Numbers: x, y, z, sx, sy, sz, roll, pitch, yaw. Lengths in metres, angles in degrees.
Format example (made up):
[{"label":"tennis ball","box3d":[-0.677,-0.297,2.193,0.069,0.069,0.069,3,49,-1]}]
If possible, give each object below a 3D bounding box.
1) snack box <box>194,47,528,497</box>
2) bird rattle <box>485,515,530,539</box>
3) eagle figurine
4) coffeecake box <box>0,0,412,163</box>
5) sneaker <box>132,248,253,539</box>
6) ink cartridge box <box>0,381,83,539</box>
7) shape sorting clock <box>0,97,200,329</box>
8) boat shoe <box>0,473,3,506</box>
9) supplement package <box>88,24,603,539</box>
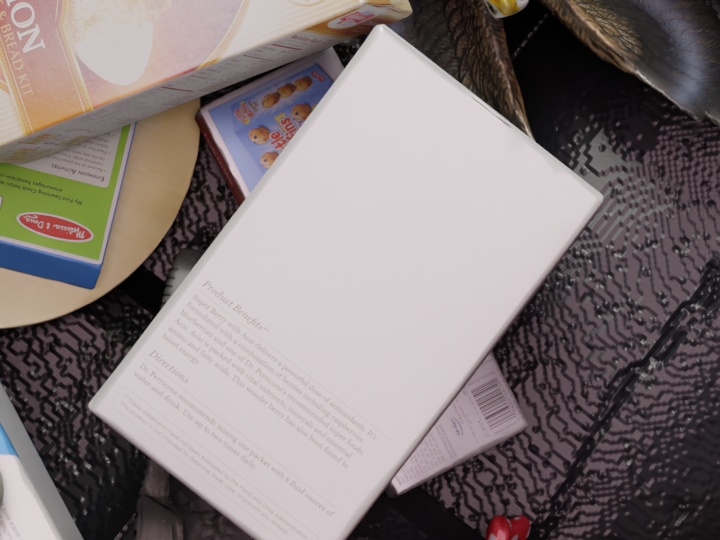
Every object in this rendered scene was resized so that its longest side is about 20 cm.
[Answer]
[{"label":"snack box","box3d":[0.000,0.000,1.367,0.072,0.024,0.201,-27,87,-12]},{"label":"bird rattle","box3d":[0.070,0.210,1.296,0.112,0.163,0.201,3,94,-19]},{"label":"eagle figurine","box3d":[0.067,-0.128,1.351,0.151,0.151,0.200,-10,121,36]},{"label":"coffeecake box","box3d":[-0.099,-0.151,1.289,0.199,0.073,0.154,-20,86,17]},{"label":"sneaker","box3d":[-0.048,0.095,1.347,0.104,0.060,0.201,7,90,0]},{"label":"ink cartridge box","box3d":[-0.230,0.132,1.293,0.199,0.145,0.148,-28,84,-4]},{"label":"shape sorting clock","box3d":[-0.173,-0.072,1.366,0.199,0.039,0.201,2,82,-11]},{"label":"boat shoe","box3d":[-0.239,0.057,1.199,0.200,0.062,0.075,31,84,7]},{"label":"supplement package","box3d":[-0.005,0.013,1.257,0.121,0.120,0.200,38,91,1]}]
